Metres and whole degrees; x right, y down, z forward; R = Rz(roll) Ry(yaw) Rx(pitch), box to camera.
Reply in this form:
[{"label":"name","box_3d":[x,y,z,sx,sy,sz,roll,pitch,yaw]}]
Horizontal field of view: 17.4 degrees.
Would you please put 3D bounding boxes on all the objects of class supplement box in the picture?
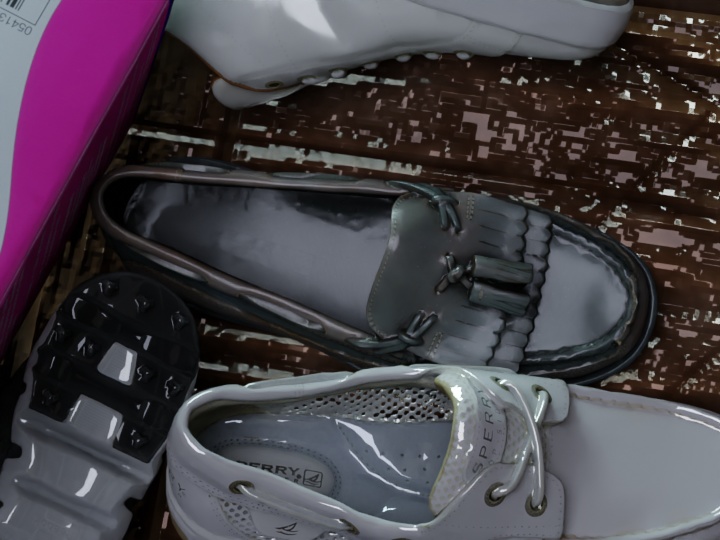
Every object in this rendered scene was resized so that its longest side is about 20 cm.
[{"label":"supplement box","box_3d":[-0.151,-0.021,0.770,0.101,0.103,0.201,27,61,-2]}]

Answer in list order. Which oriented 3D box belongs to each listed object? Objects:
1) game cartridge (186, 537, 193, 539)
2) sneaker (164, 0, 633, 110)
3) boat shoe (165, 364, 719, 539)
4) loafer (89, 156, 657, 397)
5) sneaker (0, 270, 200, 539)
[{"label":"game cartridge","box_3d":[-0.037,0.158,0.746,0.133,0.041,0.200,29,50,24]},{"label":"sneaker","box_3d":[-0.004,-0.094,0.829,0.198,0.073,0.085,15,119,10]},{"label":"boat shoe","box_3d":[0.035,0.064,0.759,0.198,0.069,0.071,-1,63,-2]},{"label":"loafer","box_3d":[0.000,0.000,0.803,0.198,0.063,0.072,10,85,17]},{"label":"sneaker","box_3d":[-0.117,0.096,0.810,0.066,0.090,0.201,27,82,-8]}]
